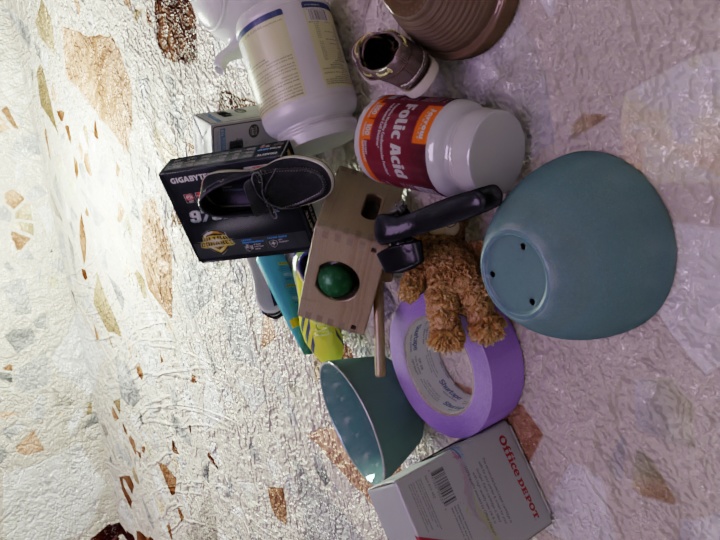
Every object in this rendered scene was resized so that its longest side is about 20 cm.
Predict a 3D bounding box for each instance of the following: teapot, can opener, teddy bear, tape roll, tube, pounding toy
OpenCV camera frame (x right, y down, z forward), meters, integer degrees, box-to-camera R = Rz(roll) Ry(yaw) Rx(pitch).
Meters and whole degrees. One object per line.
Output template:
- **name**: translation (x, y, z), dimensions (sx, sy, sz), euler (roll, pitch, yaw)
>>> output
- **teapot**: translation (-0.209, -0.449, 1.150), dimensions (0.201, 0.144, 0.200), euler (49, 139, 31)
- **can opener**: translation (0.085, -0.058, 0.833), dimensions (0.199, 0.063, 0.080), euler (-24, 95, 49)
- **teddy bear**: translation (0.112, 0.004, 0.892), dimensions (0.142, 0.067, 0.204), euler (-1, 71, 17)
- **tape roll**: translation (0.126, 0.119, 0.988), dimensions (0.199, 0.065, 0.204), euler (28, 126, 46)
- **tube**: translation (-0.118, 0.057, 1.248), dimensions (0.050, 0.077, 0.202), euler (-38, 68, 27)
- **pounding toy**: translation (0.000, 0.000, 1.010), dimensions (0.139, 0.201, 0.186), euler (15, 128, 1)

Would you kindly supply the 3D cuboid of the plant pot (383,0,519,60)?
- **plant pot**: translation (0.083, -0.342, 0.830), dimensions (0.200, 0.092, 0.205), euler (28, 127, 45)

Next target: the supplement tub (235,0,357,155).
- **supplement tub**: translation (-0.087, -0.277, 1.050), dimensions (0.144, 0.143, 0.204), euler (-17, 90, 55)

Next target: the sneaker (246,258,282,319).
- **sneaker**: translation (-0.180, -0.008, 1.361), dimensions (0.112, 0.071, 0.204), euler (107, 156, -72)

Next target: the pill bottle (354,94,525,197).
- **pill bottle**: translation (0.092, -0.150, 0.878), dimensions (0.199, 0.113, 0.117), euler (19, 119, 50)

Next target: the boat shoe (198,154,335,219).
- **boat shoe**: translation (-0.127, -0.105, 0.964), dimensions (0.196, 0.063, 0.076), euler (-4, 124, 16)

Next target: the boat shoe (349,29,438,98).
- **boat shoe**: translation (0.028, -0.272, 0.918), dimensions (0.072, 0.059, 0.200), euler (-54, 33, 10)

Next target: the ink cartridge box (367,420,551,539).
- **ink cartridge box**: translation (0.131, 0.306, 0.943), dimensions (0.083, 0.197, 0.148), euler (-40, 71, 56)

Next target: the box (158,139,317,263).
- **box**: translation (-0.170, -0.095, 1.054), dimensions (0.196, 0.046, 0.161), euler (-5, 126, 18)

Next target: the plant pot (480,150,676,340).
- **plant pot**: translation (0.203, -0.012, 0.762), dimensions (0.199, 0.133, 0.204), euler (28, 126, 46)

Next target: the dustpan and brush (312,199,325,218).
- **dustpan and brush**: translation (-0.103, -0.097, 1.136), dimensions (0.137, 0.058, 0.202), euler (16, 140, 9)

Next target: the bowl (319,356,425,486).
- **bowl**: translation (0.027, 0.212, 1.110), dimensions (0.201, 0.104, 0.203), euler (52, 154, 38)

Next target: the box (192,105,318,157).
- **box**: translation (-0.159, -0.194, 1.139), dimensions (0.060, 0.198, 0.119), euler (30, 125, 43)

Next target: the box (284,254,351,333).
- **box**: translation (-0.063, -0.001, 1.229), dimensions (0.199, 0.036, 0.147), euler (28, 126, 45)

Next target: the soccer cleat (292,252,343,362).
- **soccer cleat**: translation (-0.068, 0.056, 1.165), dimensions (0.084, 0.064, 0.204), euler (180, 77, -74)
